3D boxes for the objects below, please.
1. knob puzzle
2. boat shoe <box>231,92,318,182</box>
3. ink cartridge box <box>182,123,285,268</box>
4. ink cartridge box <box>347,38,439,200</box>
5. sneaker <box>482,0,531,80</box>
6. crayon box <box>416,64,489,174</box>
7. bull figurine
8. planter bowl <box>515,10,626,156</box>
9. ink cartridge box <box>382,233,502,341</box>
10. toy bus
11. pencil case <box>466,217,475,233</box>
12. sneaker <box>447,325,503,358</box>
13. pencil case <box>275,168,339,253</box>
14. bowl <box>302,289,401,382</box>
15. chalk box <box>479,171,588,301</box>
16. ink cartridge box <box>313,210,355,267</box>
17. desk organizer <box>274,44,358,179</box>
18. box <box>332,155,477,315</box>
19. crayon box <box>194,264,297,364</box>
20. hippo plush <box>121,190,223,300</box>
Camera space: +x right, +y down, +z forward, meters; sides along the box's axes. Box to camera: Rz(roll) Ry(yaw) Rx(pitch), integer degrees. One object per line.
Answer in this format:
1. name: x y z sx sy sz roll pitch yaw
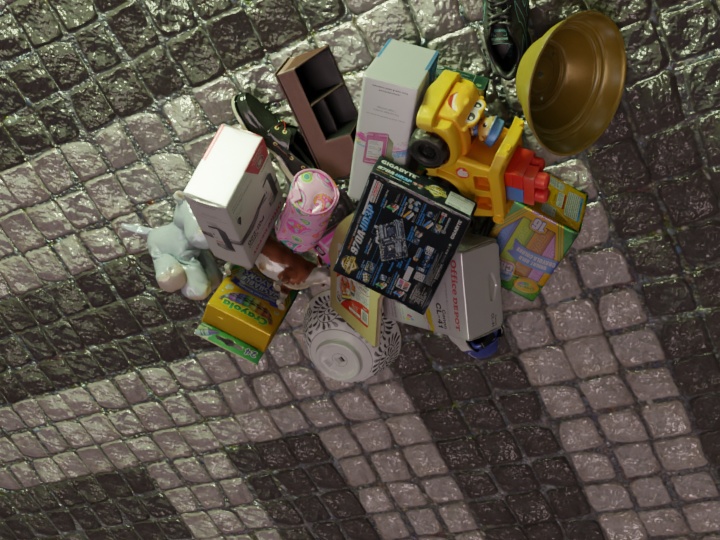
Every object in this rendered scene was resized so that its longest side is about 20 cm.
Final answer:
1. knob puzzle: 0.000 0.000 1.591 0.030 0.220 0.222 -9 132 -25
2. boat shoe: -0.130 -0.222 1.566 0.063 0.074 0.202 -29 115 34
3. ink cartridge box: -0.204 -0.119 1.568 0.084 0.147 0.201 18 156 14
4. ink cartridge box: 0.048 -0.214 1.395 0.084 0.145 0.202 16 127 9
5. sneaker: 0.208 -0.366 1.338 0.074 0.079 0.202 -2 121 21
6. crayon box: 0.118 -0.219 1.490 0.124 0.052 0.202 18 127 8
7. bull figurine: -0.144 -0.004 1.697 0.198 0.122 0.066 29 131 8
8. planter bowl: 0.281 -0.271 1.345 0.083 0.199 0.202 29 140 47
9. ink cartridge box: 0.122 0.015 1.501 0.199 0.085 0.150 13 116 50
10. toy bus: 0.179 -0.165 1.344 0.190 0.136 0.201 16 145 26
11. pencil case: 0.138 -0.019 1.606 0.078 0.089 0.202 38 133 28
12. sneaker: 0.194 0.105 1.609 0.080 0.116 0.200 -31 136 0
13. pencil case: -0.092 -0.096 1.579 0.087 0.088 0.200 31 159 -3
14. bowl: -0.030 0.142 1.769 0.198 0.094 0.203 10 125 14
15. chalk box: 0.258 -0.045 1.514 0.123 0.125 0.201 27 129 1
16. ink cartridge box: 0.014 -0.060 1.651 0.199 0.037 0.095 -32 108 32
17. desk organizer: -0.054 -0.250 1.520 0.076 0.072 0.202 -13 118 24
18. box: 0.062 -0.046 1.384 0.157 0.046 0.201 25 130 4
19. crayon box: -0.197 0.064 1.698 0.125 0.201 0.052 26 129 0
20. hippo plush: -0.299 -0.063 1.722 0.161 0.158 0.201 -51 55 21
